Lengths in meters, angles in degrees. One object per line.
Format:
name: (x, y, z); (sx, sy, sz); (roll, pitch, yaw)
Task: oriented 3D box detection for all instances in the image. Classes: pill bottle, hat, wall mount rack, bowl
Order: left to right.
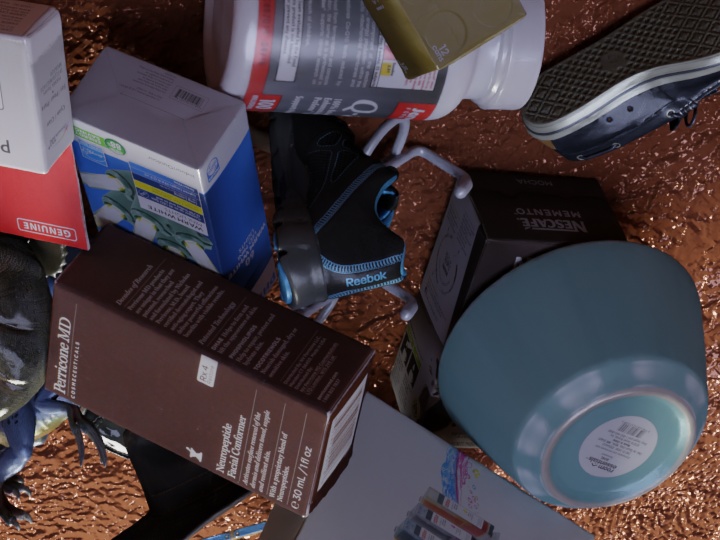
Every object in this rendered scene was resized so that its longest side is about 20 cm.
hat: (-0.106, 0.115, 1.392); (0.199, 0.201, 0.081); (-29, 99, 11)
wall mount rack: (0.000, 0.000, 1.373); (0.074, 0.174, 0.201); (33, 126, 15)
pill bottle: (0.008, -0.153, 1.270); (0.198, 0.116, 0.117); (2, 129, -15)
bowl: (0.162, 0.088, 1.417); (0.199, 0.105, 0.202); (-10, 132, -11)

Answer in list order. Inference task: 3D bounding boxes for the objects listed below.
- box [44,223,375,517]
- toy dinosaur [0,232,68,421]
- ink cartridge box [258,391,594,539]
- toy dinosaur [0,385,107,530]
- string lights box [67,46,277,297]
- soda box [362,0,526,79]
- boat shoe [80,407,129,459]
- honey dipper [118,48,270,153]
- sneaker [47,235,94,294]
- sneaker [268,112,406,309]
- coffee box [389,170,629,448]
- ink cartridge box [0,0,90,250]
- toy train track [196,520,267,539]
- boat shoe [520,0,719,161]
box: (-0.098, 0.062, 1.293); (0.199, 0.075, 0.101); (25, 133, 14)
toy dinosaur: (-0.236, 0.033, 1.319); (0.101, 0.202, 0.077); (0, 169, -5)
ink cartridge box: (0.032, 0.216, 1.427); (0.199, 0.145, 0.145); (32, 140, -4)
toy dinosaur: (-0.220, 0.087, 1.425); (0.198, 0.105, 0.183); (22, 104, -3)
string lights box: (-0.118, -0.046, 1.304); (0.102, 0.059, 0.201); (23, 152, 18)
soda box: (0.014, -0.214, 1.180); (0.067, 0.064, 0.201); (-32, 97, -14)
boat shoe: (-0.111, 0.134, 1.518); (0.198, 0.066, 0.075); (15, 126, -24)
honey dipper: (-0.082, -0.092, 1.354); (0.199, 0.038, 0.038); (23, 121, -31)
sneaker: (-0.252, 0.040, 1.395); (0.198, 0.083, 0.074); (-22, 130, 1)
sneaker: (-0.016, -0.052, 1.287); (0.081, 0.201, 0.074); (-6, 135, -1)
coffee box: (0.104, 0.032, 1.474); (0.112, 0.080, 0.201); (3, 129, -18)
ink cartridge box: (-0.269, -0.090, 1.238); (0.198, 0.045, 0.177); (11, 129, 18)
toy train track: (-0.074, 0.186, 1.579); (0.198, 0.033, 0.115); (-16, 172, -1)
boat shoe: (0.205, -0.133, 1.368); (0.199, 0.075, 0.062); (-26, 136, 16)
